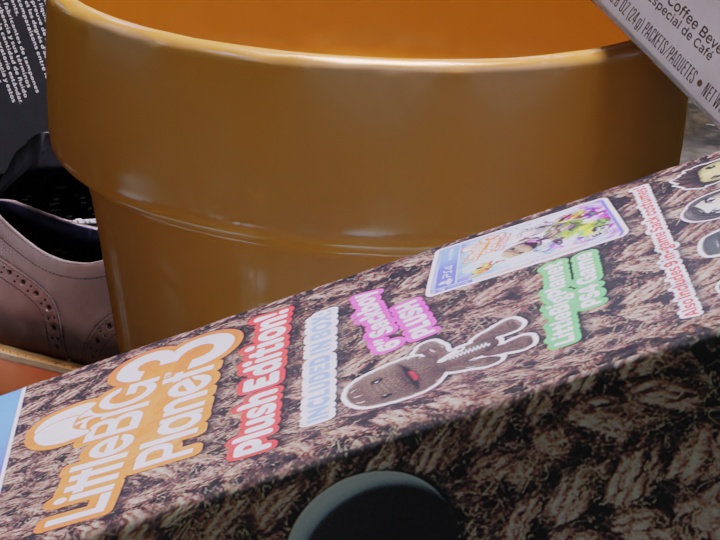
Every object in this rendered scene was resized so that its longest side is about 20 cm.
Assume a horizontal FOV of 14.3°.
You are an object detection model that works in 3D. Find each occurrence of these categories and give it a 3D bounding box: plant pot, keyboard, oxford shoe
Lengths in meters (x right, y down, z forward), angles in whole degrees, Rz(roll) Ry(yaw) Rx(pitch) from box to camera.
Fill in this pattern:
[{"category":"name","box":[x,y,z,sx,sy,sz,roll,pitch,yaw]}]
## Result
[{"category":"plant pot","box":[0.000,0.000,0.909,0.199,0.184,0.200,2,17,-1]},{"category":"keyboard","box":[-0.035,-0.029,1.088,0.199,0.040,0.104,-4,-20,-18]},{"category":"oxford shoe","box":[-0.049,0.017,1.028,0.199,0.073,0.071,7,18,11]}]

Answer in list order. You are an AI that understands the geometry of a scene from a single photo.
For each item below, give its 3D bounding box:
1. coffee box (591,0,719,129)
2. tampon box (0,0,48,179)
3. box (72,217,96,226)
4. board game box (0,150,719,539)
[{"category":"coffee box","box":[0.163,-0.059,0.765,0.080,0.113,0.200,10,32,-45]},{"category":"tampon box","box":[-0.202,-0.079,1.134,0.149,0.127,0.200,-19,3,35]},{"category":"box","box":[-0.067,-0.003,1.146,0.199,0.042,0.039,-1,18,-15]},{"category":"board game box","box":[0.029,0.085,0.590,0.199,0.160,0.097,-19,17,5]}]
